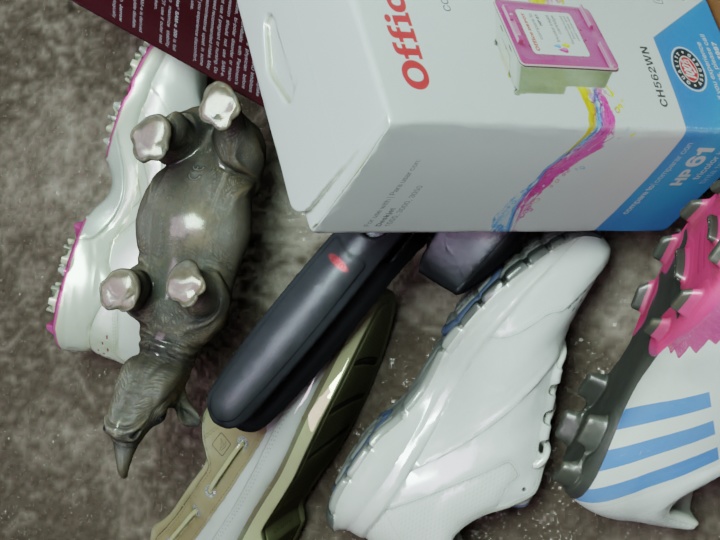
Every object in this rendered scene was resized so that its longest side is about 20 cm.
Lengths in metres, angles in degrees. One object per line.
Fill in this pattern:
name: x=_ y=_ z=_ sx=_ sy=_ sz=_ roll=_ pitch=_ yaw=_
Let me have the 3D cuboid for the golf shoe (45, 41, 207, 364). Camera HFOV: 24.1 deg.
golf shoe: x=-0.101 y=-0.043 z=0.916 sx=0.091 sy=0.075 sz=0.202 roll=19 pitch=96 yaw=1

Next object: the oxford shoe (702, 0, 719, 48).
oxford shoe: x=0.184 y=-0.088 z=0.783 sx=0.071 sy=0.071 sz=0.203 roll=-4 pitch=78 yaw=34

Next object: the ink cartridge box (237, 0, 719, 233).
ink cartridge box: x=0.057 y=-0.098 z=0.742 sx=0.085 sy=0.198 sz=0.146 roll=-50 pitch=50 yaw=49

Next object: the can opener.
can opener: x=0.000 y=0.000 z=0.802 sx=0.200 sy=0.063 sz=0.079 roll=-44 pitch=62 yaw=1

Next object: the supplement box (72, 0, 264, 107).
supplement box: x=-0.047 y=-0.144 z=0.856 sx=0.199 sy=0.109 sz=0.061 roll=30 pitch=132 yaw=22

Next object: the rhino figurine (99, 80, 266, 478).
rhino figurine: x=-0.092 y=0.007 z=0.845 sx=0.059 sy=0.087 sz=0.202 roll=14 pitch=91 yaw=10

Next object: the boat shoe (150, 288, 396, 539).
boat shoe: x=-0.050 y=0.087 z=0.878 sx=0.068 sy=0.075 sz=0.202 roll=31 pitch=102 yaw=16

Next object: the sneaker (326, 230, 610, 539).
sneaker: x=0.066 y=0.064 z=0.838 sx=0.087 sy=0.075 sz=0.201 roll=35 pitch=105 yaw=1

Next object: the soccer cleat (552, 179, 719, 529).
soccer cleat: x=0.159 y=0.040 z=0.758 sx=0.085 sy=0.070 sz=0.201 roll=20 pitch=130 yaw=-7
